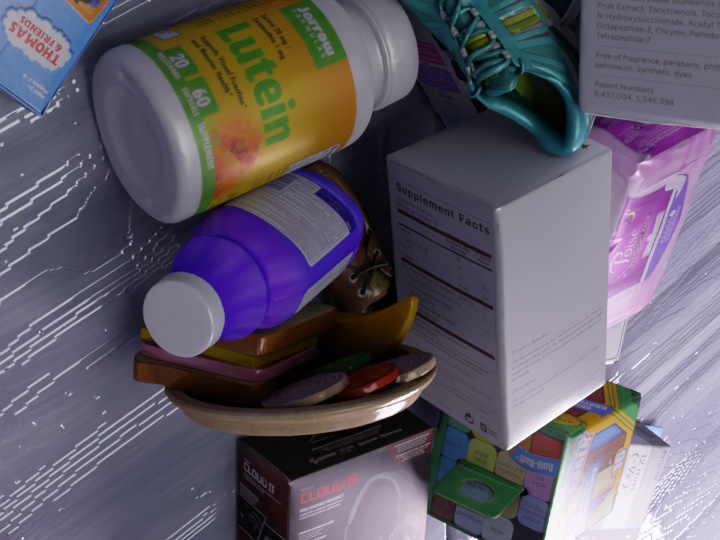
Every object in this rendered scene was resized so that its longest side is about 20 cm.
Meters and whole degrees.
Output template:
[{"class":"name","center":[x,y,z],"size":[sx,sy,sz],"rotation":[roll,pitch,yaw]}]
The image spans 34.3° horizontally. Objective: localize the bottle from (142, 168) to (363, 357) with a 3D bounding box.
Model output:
[{"class":"bottle","center":[-0.067,-0.006,0.743],"size":[0.066,0.083,0.200],"rotation":[-61,172,29]}]

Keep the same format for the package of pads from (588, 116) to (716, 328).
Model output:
[{"class":"package of pads","center":[0.200,-0.040,0.929],"size":[0.120,0.076,0.202],"rotation":[-27,142,-35]}]

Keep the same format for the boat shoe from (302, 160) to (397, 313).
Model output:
[{"class":"boat shoe","center":[0.000,0.000,0.889],"size":[0.072,0.068,0.201],"rotation":[-42,130,-19]}]

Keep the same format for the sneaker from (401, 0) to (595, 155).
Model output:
[{"class":"sneaker","center":[0.087,-0.154,0.762],"size":[0.199,0.077,0.080],"rotation":[37,44,-21]}]

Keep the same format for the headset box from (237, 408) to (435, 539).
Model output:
[{"class":"headset box","center":[-0.022,0.202,0.953],"size":[0.148,0.077,0.203],"rotation":[-13,118,-37]}]

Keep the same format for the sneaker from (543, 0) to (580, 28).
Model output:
[{"class":"sneaker","center":[0.098,-0.258,0.760],"size":[0.145,0.077,0.205],"rotation":[-4,109,-39]}]

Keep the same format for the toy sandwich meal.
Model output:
[{"class":"toy sandwich meal","center":[-0.047,0.051,0.786],"size":[0.203,0.204,0.071],"rotation":[-12,103,-37]}]

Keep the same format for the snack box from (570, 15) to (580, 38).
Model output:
[{"class":"snack box","center":[0.199,-0.162,0.918],"size":[0.199,0.037,0.117],"rotation":[-20,132,-45]}]

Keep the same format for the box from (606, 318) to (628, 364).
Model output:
[{"class":"box","center":[0.200,-0.013,1.067],"size":[0.116,0.060,0.203],"rotation":[-6,112,-40]}]

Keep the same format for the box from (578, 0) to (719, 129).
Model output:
[{"class":"box","center":[0.264,-0.199,0.754],"size":[0.199,0.198,0.174],"rotation":[-38,132,-50]}]

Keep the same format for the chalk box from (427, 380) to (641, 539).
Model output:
[{"class":"chalk box","center":[0.139,0.163,1.015],"size":[0.199,0.124,0.126],"rotation":[-12,117,-54]}]

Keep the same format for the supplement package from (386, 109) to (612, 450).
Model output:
[{"class":"supplement package","center":[0.102,0.003,0.855],"size":[0.116,0.117,0.202],"rotation":[-26,126,-31]}]

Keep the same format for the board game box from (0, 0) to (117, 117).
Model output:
[{"class":"board game box","center":[-0.186,-0.212,0.655],"size":[0.151,0.036,0.201],"rotation":[38,81,-44]}]

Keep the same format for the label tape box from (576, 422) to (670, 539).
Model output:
[{"class":"label tape box","center":[0.262,0.236,1.227],"size":[0.198,0.066,0.145],"rotation":[11,101,-42]}]

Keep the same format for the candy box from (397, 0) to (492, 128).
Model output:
[{"class":"candy box","center":[0.100,-0.217,0.881],"size":[0.168,0.071,0.200],"rotation":[-50,132,-13]}]

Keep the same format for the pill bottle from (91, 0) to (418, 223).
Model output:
[{"class":"pill bottle","center":[-0.061,-0.118,0.754],"size":[0.199,0.111,0.112],"rotation":[-28,125,-30]}]
